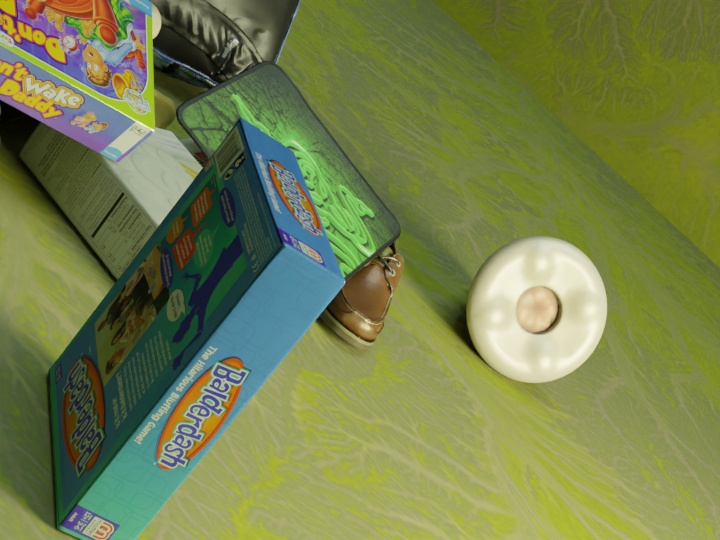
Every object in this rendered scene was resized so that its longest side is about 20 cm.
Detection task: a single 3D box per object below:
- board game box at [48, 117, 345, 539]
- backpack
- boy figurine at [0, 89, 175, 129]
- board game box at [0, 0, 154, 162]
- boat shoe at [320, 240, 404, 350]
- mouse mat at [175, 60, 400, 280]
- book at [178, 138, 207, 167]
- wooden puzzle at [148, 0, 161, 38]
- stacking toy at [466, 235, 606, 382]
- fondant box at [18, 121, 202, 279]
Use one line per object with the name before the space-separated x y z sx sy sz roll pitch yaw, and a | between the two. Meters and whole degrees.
board game box | -0.098 0.033 0.841 0.045 0.200 0.152 31 19 -27
backpack | -0.176 -0.289 1.562 0.199 0.184 0.147 23 0 -34
boy figurine | -0.225 -0.146 1.252 0.200 0.064 0.125 6 61 -65
board game box | -0.236 -0.178 1.080 0.199 0.045 0.135 28 41 -38
boat shoe | 0.000 0.000 1.368 0.072 0.068 0.200 36 18 -17
mouse mat | -0.057 -0.083 1.316 0.200 0.008 0.161 53 37 -2
book | -0.109 -0.068 1.365 0.133 0.048 0.200 38 18 9
wooden puzzle | -0.275 -0.251 1.212 0.184 0.047 0.200 -6 41 -41
stacking toy | 0.160 0.031 1.600 0.146 0.147 0.200 36 -2 -12
fondant box | -0.147 -0.034 1.161 0.200 0.058 0.144 49 19 25
